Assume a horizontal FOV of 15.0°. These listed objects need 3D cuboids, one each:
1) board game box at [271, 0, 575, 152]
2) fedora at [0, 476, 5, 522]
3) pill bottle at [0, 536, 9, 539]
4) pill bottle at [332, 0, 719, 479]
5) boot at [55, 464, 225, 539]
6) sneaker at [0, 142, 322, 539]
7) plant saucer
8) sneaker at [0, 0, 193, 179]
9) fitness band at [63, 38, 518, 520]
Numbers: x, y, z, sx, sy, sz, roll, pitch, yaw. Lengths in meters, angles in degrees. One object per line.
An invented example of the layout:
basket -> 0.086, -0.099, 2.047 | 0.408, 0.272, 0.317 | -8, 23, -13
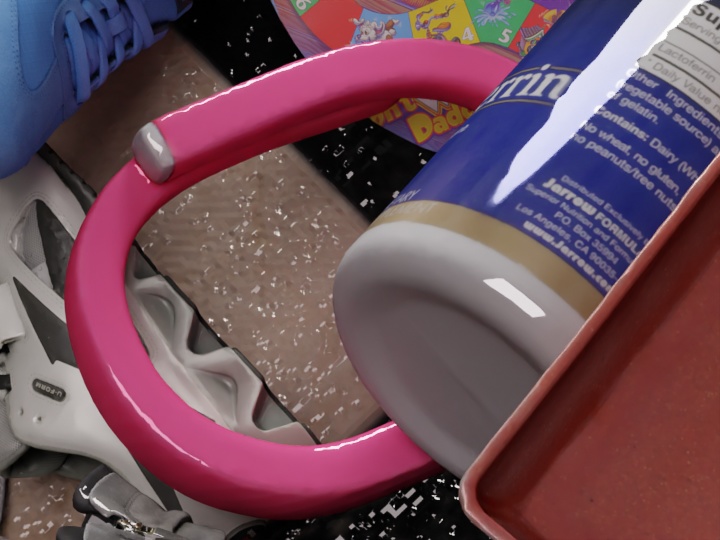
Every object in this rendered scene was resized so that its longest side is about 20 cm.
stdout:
board game box -> 0.059, -0.132, 0.945 | 0.199, 0.039, 0.158 | -19, 96, 4
fedora -> -0.226, 0.086, 0.932 | 0.177, 0.090, 0.200 | 41, 82, 20
pill bottle -> -0.065, 0.177, 0.860 | 0.200, 0.114, 0.114 | 33, 80, 18
pill bottle -> 0.092, -0.027, 0.868 | 0.116, 0.116, 0.200 | 32, 60, 19
boot -> -0.029, 0.126, 0.786 | 0.131, 0.200, 0.070 | 17, 101, -14
sneaker -> -0.106, 0.022, 0.941 | 0.088, 0.074, 0.200 | -40, 69, -7
plant saucer -> 0.155, 0.059, 0.774 | 0.200, 0.037, 0.200 | 39, 67, 3
sneaker -> -0.099, -0.094, 0.941 | 0.078, 0.066, 0.200 | 6, 32, -1
fitness band -> 0.000, 0.000, 0.908 | 0.200, 0.037, 0.144 | -23, 76, -24
